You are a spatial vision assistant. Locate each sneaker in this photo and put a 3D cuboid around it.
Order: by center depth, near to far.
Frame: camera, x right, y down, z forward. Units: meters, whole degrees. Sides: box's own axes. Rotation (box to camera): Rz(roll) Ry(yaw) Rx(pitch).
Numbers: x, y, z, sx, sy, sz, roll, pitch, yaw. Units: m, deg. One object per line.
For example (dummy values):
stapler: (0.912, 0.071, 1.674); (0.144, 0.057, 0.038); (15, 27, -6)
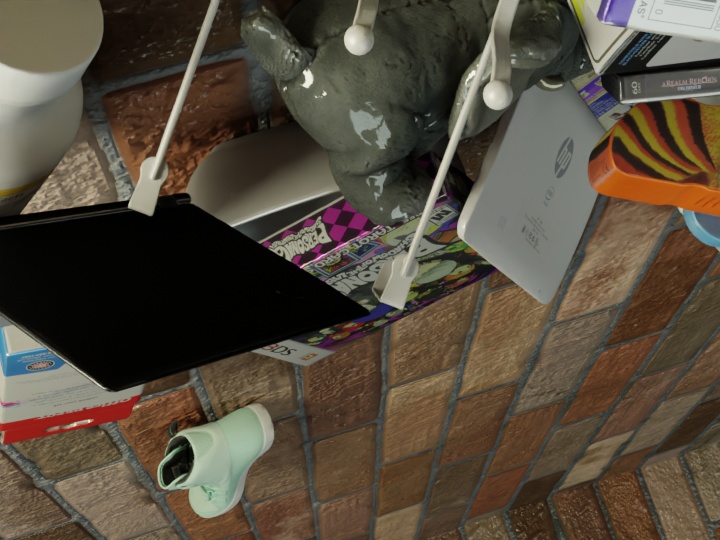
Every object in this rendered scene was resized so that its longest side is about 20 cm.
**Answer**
sneaker: (-0.181, 0.217, 1.425); (0.117, 0.074, 0.201); (-13, 150, -35)

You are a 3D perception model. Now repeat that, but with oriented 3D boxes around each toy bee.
toy bee: (0.238, -0.067, 0.805); (0.198, 0.110, 0.130); (28, 156, -28)

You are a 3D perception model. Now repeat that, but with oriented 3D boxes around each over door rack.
over door rack: (-0.011, -0.086, 0.602); (0.146, 0.067, 0.202); (20, 109, -8)

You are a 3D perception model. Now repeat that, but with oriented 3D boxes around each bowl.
bowl: (-0.031, -0.041, 0.899); (0.197, 0.076, 0.200); (-15, 160, -8)

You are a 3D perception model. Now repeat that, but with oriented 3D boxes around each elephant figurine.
elephant figurine: (0.057, -0.129, 0.703); (0.198, 0.143, 0.155); (-28, -164, 8)

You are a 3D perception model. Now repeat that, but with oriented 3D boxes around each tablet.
tablet: (0.123, -0.057, 0.871); (0.014, 0.132, 0.200); (21, 176, 26)

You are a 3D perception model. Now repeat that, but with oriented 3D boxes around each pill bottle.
pill bottle: (-0.199, -0.070, 0.617); (0.111, 0.113, 0.200); (-1, 153, -40)

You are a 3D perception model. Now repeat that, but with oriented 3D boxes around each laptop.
laptop: (-0.137, 0.033, 0.636); (0.199, 0.117, 0.186); (-36, 167, 33)

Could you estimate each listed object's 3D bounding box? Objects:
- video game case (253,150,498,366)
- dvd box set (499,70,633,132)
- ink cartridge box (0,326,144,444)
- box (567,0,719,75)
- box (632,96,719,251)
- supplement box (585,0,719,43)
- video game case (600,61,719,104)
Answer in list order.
video game case: (0.000, 0.000, 0.876); (0.198, 0.036, 0.181); (-27, 160, 17)
dvd box set: (0.203, -0.141, 0.914); (0.198, 0.030, 0.146); (4, 149, -46)
ink cartridge box: (-0.224, 0.063, 1.002); (0.114, 0.068, 0.200); (-10, 158, -22)
box: (0.199, -0.178, 0.698); (0.197, 0.118, 0.060); (-11, 161, -25)
box: (0.290, -0.087, 0.942); (0.123, 0.099, 0.199); (-28, 158, 19)
supplement box: (0.190, -0.150, 0.527); (0.197, 0.104, 0.102); (7, 122, -12)
video game case: (0.246, -0.120, 0.770); (0.196, 0.019, 0.143); (-4, -169, 7)
